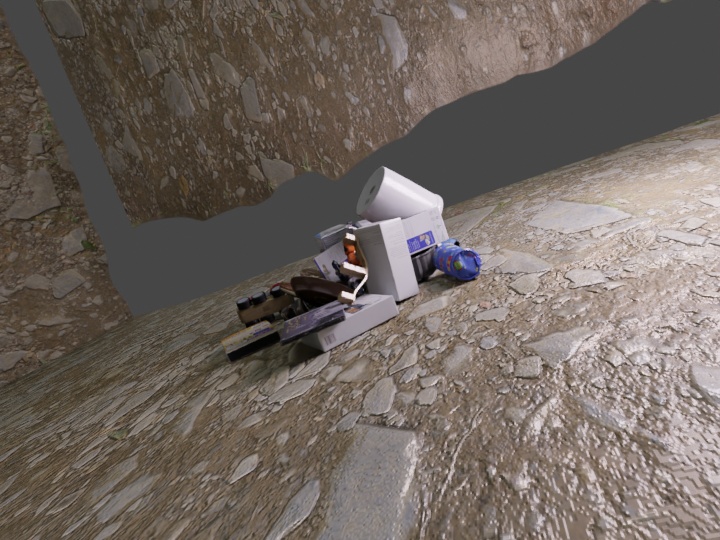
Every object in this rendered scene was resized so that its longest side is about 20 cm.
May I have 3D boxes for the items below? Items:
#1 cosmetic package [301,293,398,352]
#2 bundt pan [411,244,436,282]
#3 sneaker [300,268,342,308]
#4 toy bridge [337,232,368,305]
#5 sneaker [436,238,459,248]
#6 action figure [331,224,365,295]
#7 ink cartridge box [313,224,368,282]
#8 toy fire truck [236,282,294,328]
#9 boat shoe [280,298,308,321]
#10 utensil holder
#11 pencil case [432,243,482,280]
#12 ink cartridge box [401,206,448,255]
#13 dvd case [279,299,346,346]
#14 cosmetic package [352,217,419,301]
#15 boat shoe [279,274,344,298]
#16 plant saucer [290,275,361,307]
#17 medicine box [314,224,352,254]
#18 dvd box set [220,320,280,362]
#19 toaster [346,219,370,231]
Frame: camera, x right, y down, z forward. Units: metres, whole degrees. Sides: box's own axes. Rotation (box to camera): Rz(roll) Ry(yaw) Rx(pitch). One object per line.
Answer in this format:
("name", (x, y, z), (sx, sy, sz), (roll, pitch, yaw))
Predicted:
("cosmetic package", (-0.032, 0.116, 1.263), (0.199, 0.052, 0.151), (-25, 7, -23))
("bundt pan", (0.129, -0.005, 1.538), (0.201, 0.076, 0.202), (-20, 10, 3))
("sneaker", (-0.104, 0.075, 1.656), (0.199, 0.109, 0.070), (24, 32, 32))
("toy bridge", (-0.016, 0.001, 1.320), (0.067, 0.201, 0.027), (17, -39, -18))
("sneaker", (0.250, -0.066, 1.652), (0.089, 0.079, 0.200), (3, 21, -9))
("action figure", (0.000, 0.000, 1.492), (0.104, 0.194, 0.200), (-21, 51, -20))
("ink cartridge box", (-0.031, -0.043, 1.609), (0.199, 0.100, 0.039), (-30, -7, -2))
("toy fire truck", (-0.300, 0.107, 1.776), (0.175, 0.129, 0.200), (-20, 19, 0))
("boat shoe", (-0.178, 0.127, 1.501), (0.073, 0.075, 0.200), (-32, 2, -9))
("utensil holder", (0.112, -0.189, 1.591), (0.170, 0.199, 0.170), (-52, 22, 30))
("pencil case", (0.245, -0.025, 1.387), (0.086, 0.078, 0.200), (-14, 8, -5))
("ink cartridge box", (0.138, -0.096, 1.500), (0.199, 0.100, 0.039), (-22, 9, -15))
("dvd case", (-0.107, 0.113, 1.237), (0.148, 0.016, 0.200), (-23, 8, -2))
("cosmetic package", (0.064, -0.023, 1.379), (0.081, 0.201, 0.113), (-21, 9, -39))
("boat shoe", (-0.134, 0.052, 1.564), (0.199, 0.074, 0.076), (11, -7, 16))
("plant saucer", (-0.090, 0.067, 1.406), (0.200, 0.200, 0.032), (-10, 58, 50))
("medicine box", (-0.057, -0.037, 1.742), (0.102, 0.201, 0.182), (-23, 9, -8))
("dvd box set", (-0.304, 0.190, 1.488), (0.146, 0.030, 0.200), (-24, 10, -17))
("toaster", (0.054, -0.096, 1.775), (0.129, 0.200, 0.114), (-19, -33, -27))
